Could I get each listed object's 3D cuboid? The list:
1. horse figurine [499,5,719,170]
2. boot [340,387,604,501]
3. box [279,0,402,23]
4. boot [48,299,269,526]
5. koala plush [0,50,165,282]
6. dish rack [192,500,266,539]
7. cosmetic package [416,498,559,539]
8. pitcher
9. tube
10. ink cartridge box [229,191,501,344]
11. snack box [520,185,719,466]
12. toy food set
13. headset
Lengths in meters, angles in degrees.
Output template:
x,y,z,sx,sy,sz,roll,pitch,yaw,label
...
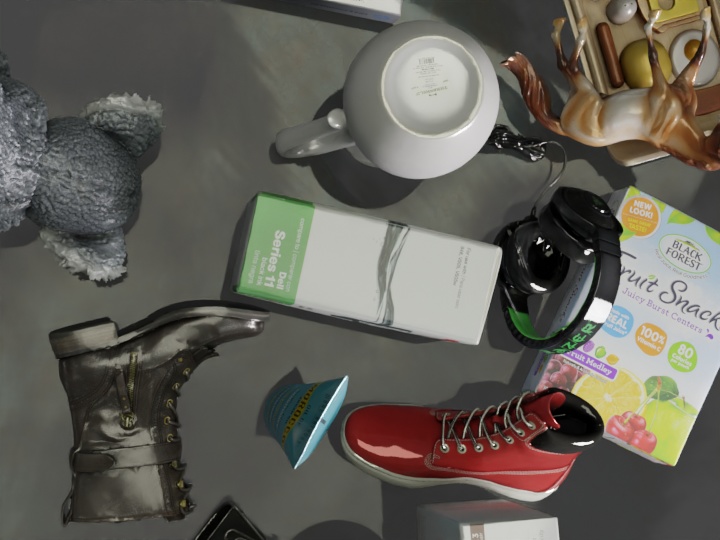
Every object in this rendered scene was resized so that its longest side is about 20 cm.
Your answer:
x,y,z,sx,sy,sz,roll,pitch,yaw,label
0.220,-0.150,1.274,0.199,0.050,0.133,0,100,26,horse figurine
0.090,0.127,1.238,0.199,0.144,0.073,10,60,-10,boot
-0.026,-0.327,1.301,0.155,0.041,0.201,9,87,-8,box
-0.161,0.119,1.257,0.199,0.069,0.175,-10,94,-4,boot
-0.263,-0.082,1.202,0.199,0.184,0.178,19,85,-19,koala plush
-0.108,0.278,1.187,0.054,0.200,0.154,38,84,-21,dish rack
0.100,0.245,1.211,0.081,0.200,0.114,-3,88,-9,cosmetic package
0.019,-0.125,1.219,0.171,0.200,0.122,-15,89,-7,pitcher
-0.043,0.117,1.198,0.050,0.200,0.078,26,83,-7,tube
0.000,0.000,1.237,0.199,0.147,0.084,13,87,-6,ink cartridge box
0.245,0.048,1.315,0.142,0.053,0.201,27,84,-7,snack box
0.266,-0.204,1.326,0.143,0.060,0.201,-16,90,-8,toy food set
0.153,-0.030,1.276,0.094,0.123,0.201,18,53,-32,headset
